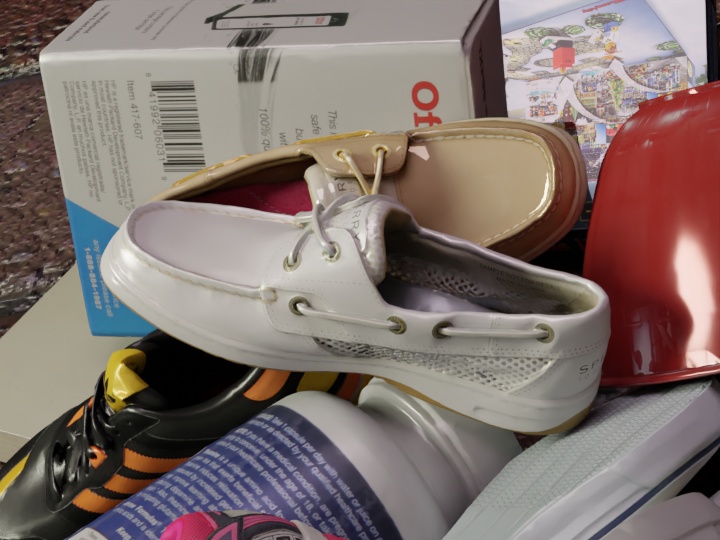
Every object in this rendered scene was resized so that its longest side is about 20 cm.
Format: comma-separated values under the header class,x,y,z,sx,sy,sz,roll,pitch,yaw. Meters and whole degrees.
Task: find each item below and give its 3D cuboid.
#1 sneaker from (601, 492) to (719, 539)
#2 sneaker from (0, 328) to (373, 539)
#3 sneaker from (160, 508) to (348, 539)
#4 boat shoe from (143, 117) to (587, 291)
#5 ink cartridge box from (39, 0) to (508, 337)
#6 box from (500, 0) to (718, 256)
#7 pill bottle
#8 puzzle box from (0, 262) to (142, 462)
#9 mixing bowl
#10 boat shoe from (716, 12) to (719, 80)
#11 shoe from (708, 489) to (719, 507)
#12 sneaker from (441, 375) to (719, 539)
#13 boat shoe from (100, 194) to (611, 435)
class,x,y,z,sx,sy,sz,roll,pitch,yaw
sneaker,0.097,0.149,0.657,0.115,0.074,0.200,33,36,23
sneaker,-0.096,0.062,0.890,0.200,0.090,0.070,-27,57,17
sneaker,-0.061,0.177,0.706,0.081,0.075,0.200,5,76,68
boat shoe,-0.006,-0.021,0.876,0.200,0.074,0.069,-13,-7,20
ink cartridge box,-0.032,-0.049,0.969,0.199,0.146,0.084,1,25,15
box,0.077,-0.076,1.040,0.199,0.038,0.137,-4,72,18
pill bottle,-0.033,0.117,0.815,0.200,0.111,0.111,-32,38,-21
puzzle box,-0.092,0.054,1.002,0.200,0.025,0.133,11,43,34
mixing bowl,0.172,-0.029,0.857,0.200,0.109,0.200,-16,2,0
boat shoe,0.206,-0.105,1.061,0.072,0.068,0.200,-34,38,-23
shoe,0.209,0.071,0.823,0.200,0.072,0.091,-25,18,1
sneaker,0.071,0.116,0.775,0.200,0.071,0.073,-39,15,-23
boat shoe,0.000,0.000,0.802,0.199,0.069,0.071,14,41,3
